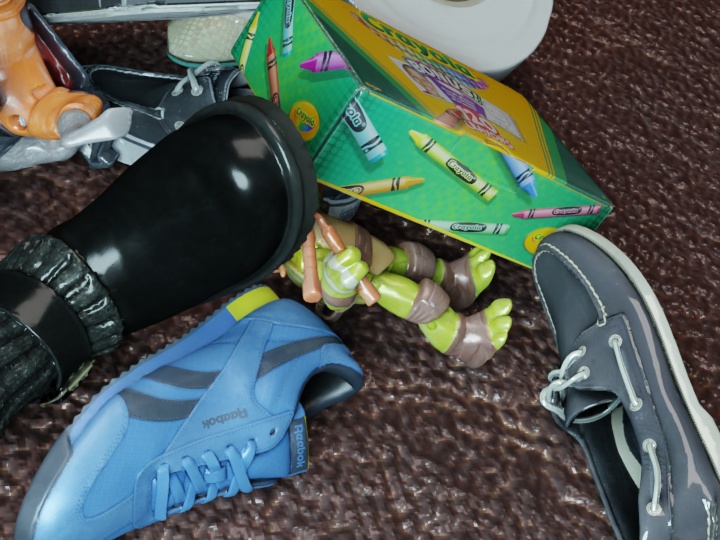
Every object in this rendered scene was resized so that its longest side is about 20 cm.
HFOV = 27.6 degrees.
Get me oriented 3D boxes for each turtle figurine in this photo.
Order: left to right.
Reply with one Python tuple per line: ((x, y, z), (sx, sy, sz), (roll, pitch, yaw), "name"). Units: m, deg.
((0.000, 0.000, 0.771), (0.160, 0.065, 0.200), (23, 15, -21), "turtle figurine")

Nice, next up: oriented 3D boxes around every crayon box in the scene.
((0.035, -0.078, 0.814), (0.198, 0.058, 0.119), (20, 27, -39), "crayon box")

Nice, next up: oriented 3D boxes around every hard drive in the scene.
((-0.124, -0.167, 0.860), (0.138, 0.038, 0.199), (-10, 10, -36), "hard drive")

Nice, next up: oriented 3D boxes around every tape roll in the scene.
((0.031, -0.202, 0.977), (0.200, 0.071, 0.205), (16, 57, -27), "tape roll")

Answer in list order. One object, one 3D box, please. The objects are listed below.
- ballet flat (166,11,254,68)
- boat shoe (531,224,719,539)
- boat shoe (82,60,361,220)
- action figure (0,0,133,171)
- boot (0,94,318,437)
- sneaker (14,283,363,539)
((-0.048, -0.189, 1.008), (0.198, 0.063, 0.067), (-18, 47, -34), "ballet flat")
((0.126, 0.060, 0.754), (0.062, 0.073, 0.202), (-12, 56, -19), "boat shoe")
((-0.087, -0.092, 0.874), (0.198, 0.068, 0.072), (22, 39, 9), "boat shoe")
((-0.211, -0.120, 0.787), (0.200, 0.193, 0.105), (49, 64, -12), "action figure")
((-0.125, 0.009, 0.658), (0.157, 0.210, 0.080), (-32, 89, -47), "boot")
((-0.071, 0.077, 0.680), (0.078, 0.066, 0.200), (35, 42, 17), "sneaker")
